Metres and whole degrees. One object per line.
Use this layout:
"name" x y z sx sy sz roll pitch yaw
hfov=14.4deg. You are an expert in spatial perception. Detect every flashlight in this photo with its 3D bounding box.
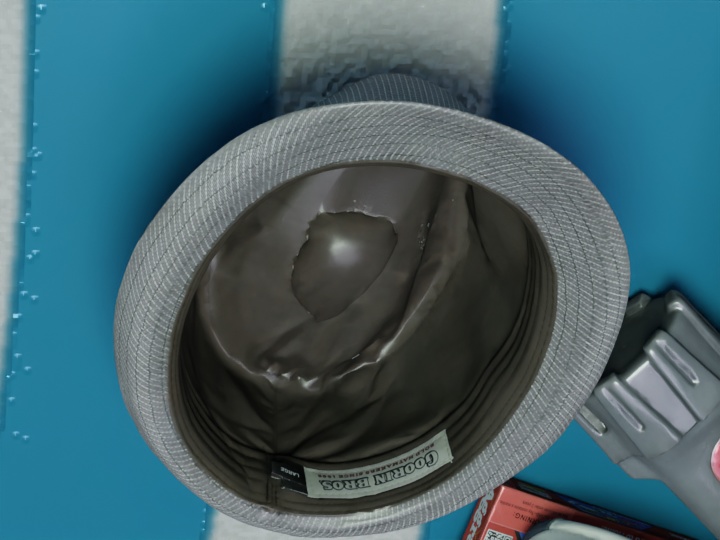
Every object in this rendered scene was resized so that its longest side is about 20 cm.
"flashlight" 0.168 0.089 1.117 0.200 0.068 0.068 47 144 -21

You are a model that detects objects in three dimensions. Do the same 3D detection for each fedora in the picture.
"fedora" 0.000 0.000 1.027 0.176 0.091 0.201 12 124 -14

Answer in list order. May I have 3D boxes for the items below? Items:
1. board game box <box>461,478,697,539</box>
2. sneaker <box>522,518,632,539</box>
"board game box" 0.123 0.160 1.169 0.199 0.019 0.103 19 102 -19
"sneaker" 0.145 0.155 1.120 0.199 0.071 0.073 33 120 -20
